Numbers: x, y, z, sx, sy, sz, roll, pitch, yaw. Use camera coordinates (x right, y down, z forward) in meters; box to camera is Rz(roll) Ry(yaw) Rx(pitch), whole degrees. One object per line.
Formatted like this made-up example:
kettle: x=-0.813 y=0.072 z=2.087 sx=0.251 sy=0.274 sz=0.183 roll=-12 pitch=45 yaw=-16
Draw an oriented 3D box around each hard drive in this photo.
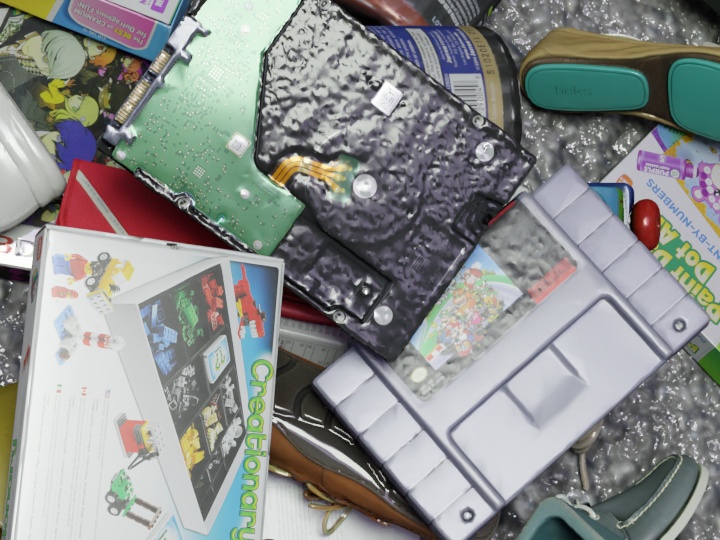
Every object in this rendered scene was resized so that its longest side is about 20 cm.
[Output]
hard drive: x=-0.024 y=-0.064 z=0.860 sx=0.199 sy=0.038 sz=0.140 roll=35 pitch=90 yaw=-8

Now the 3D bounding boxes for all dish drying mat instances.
dish drying mat: x=-0.081 y=-0.015 z=0.945 sx=0.198 sy=0.018 sz=0.077 roll=12 pitch=53 yaw=-4

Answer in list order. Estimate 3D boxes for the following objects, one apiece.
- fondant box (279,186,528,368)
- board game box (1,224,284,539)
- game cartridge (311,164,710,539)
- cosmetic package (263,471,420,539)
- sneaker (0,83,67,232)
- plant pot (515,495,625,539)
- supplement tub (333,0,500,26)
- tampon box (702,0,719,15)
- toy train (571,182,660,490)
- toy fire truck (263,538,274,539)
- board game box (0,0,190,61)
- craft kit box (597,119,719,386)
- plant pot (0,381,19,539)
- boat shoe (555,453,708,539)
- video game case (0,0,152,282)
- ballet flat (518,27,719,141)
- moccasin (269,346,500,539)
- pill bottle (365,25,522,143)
fondant box: x=0.000 y=0.000 z=0.999 sx=0.198 sy=0.058 sz=0.145 roll=13 pitch=57 yaw=-6
board game box: x=-0.108 y=0.086 z=0.789 sx=0.125 sy=0.035 sz=0.202 roll=9 pitch=78 yaw=-20
game cartridge: x=0.084 y=0.046 z=0.904 sx=0.200 sy=0.038 sz=0.130 roll=-40 pitch=83 yaw=-10
cosmetic package: x=-0.039 y=0.175 z=0.978 sx=0.150 sy=0.052 sz=0.202 roll=-1 pitch=77 yaw=-11
sneaker: x=-0.265 y=-0.109 z=0.952 sx=0.088 sy=0.075 sz=0.201 roll=-35 pitch=87 yaw=-6
plant pot: x=0.173 y=0.282 z=0.909 sx=0.199 sy=0.196 sz=0.197 roll=27 pitch=97 yaw=-33
supplement tub: x=0.059 y=-0.221 z=1.065 sx=0.107 sy=0.107 sz=0.200 roll=36 pitch=71 yaw=-2
tampon box: x=0.346 y=-0.216 z=1.096 sx=0.200 sy=0.126 sz=0.150 roll=41 pitch=52 yaw=0
toy train: x=0.140 y=0.043 z=0.997 sx=0.084 sy=0.116 sz=0.202 roll=1 pitch=89 yaw=17
toy fire truck: x=-0.034 y=0.243 z=0.848 sx=0.111 sy=0.168 sz=0.202 roll=-8 pitch=79 yaw=-15
board game box: x=-0.193 y=-0.234 z=1.022 sx=0.199 sy=0.040 sz=0.154 roll=21 pitch=58 yaw=-4
craft kit box: x=0.274 y=-0.033 z=1.101 sx=0.200 sy=0.049 sz=0.197 roll=45 pitch=75 yaw=1
plant pot: x=-0.181 y=0.141 z=0.899 sx=0.200 sy=0.200 sz=0.142 roll=39 pitch=47 yaw=-1
boat shoe: x=0.137 y=0.175 z=1.006 sx=0.200 sy=0.073 sz=0.062 roll=-40 pitch=91 yaw=-13
video game case: x=-0.220 y=-0.095 z=1.010 sx=0.180 sy=0.036 sz=0.202 roll=11 pitch=75 yaw=-11
ballet flat: x=0.206 y=-0.133 z=1.065 sx=0.199 sy=0.069 sz=0.063 roll=12 pitch=45 yaw=19
moccasin: x=-0.011 y=0.110 z=0.942 sx=0.200 sy=0.078 sz=0.074 roll=22 pitch=57 yaw=-3
pill bottle: x=-0.013 y=-0.089 z=0.943 sx=0.198 sy=0.112 sz=0.113 roll=-3 pitch=77 yaw=-20
